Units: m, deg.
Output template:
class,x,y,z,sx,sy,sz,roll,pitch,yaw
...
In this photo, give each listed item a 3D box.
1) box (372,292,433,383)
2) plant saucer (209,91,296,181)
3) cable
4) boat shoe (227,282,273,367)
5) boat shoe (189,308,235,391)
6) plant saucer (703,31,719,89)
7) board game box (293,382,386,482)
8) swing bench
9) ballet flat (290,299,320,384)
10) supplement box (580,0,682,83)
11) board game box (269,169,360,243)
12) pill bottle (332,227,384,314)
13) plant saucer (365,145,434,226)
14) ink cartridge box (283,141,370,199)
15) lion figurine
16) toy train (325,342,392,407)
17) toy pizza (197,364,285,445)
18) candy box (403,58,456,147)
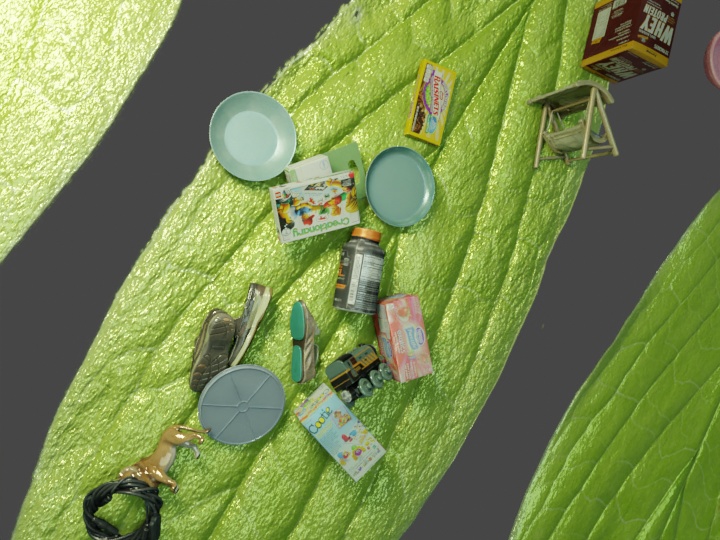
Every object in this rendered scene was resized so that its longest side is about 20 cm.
class,x,y,z,sx,sy,sz,roll,pitch,yaw
box,0.101,0.164,1.530,0.094,0.103,0.201,-14,96,-21
plant saucer,-0.247,-0.304,1.408,0.200,0.039,0.202,-1,93,-22
cable,-0.499,0.502,1.291,0.162,0.051,0.201,8,118,-1
boat shoe,-0.264,0.123,1.402,0.065,0.073,0.201,25,81,-7
boat shoe,-0.332,0.175,1.371,0.074,0.073,0.201,15,106,-34
plant saucer,1.170,-0.666,1.970,0.199,0.051,0.202,-1,93,-23
board game box,-0.050,0.384,1.471,0.105,0.103,0.200,-42,106,-11
swing bench,0.566,-0.389,1.652,0.129,0.199,0.201,-9,95,-22
ballet flat,-0.130,0.167,1.464,0.067,0.068,0.201,-2,98,-41
supplement box,0.752,-0.661,1.720,0.132,0.197,0.201,16,86,-21
board game box,-0.102,-0.148,1.416,0.199,0.035,0.127,-17,114,-21
pill bottle,0.000,0.000,1.482,0.106,0.106,0.201,11,87,-22
plant saucer,0.096,-0.210,1.553,0.199,0.027,0.201,-1,93,-26
ink cartridge box,-0.069,-0.206,1.462,0.199,0.048,0.146,-24,115,-18
lion figurine,-0.426,0.404,1.341,0.122,0.073,0.201,29,68,7
toy train,-0.001,0.240,1.459,0.114,0.085,0.200,58,30,4
toy pizza,-0.270,0.303,1.405,0.199,0.032,0.201,-7,109,-20
candy box,0.181,-0.430,1.586,0.102,0.026,0.201,15,86,-25
